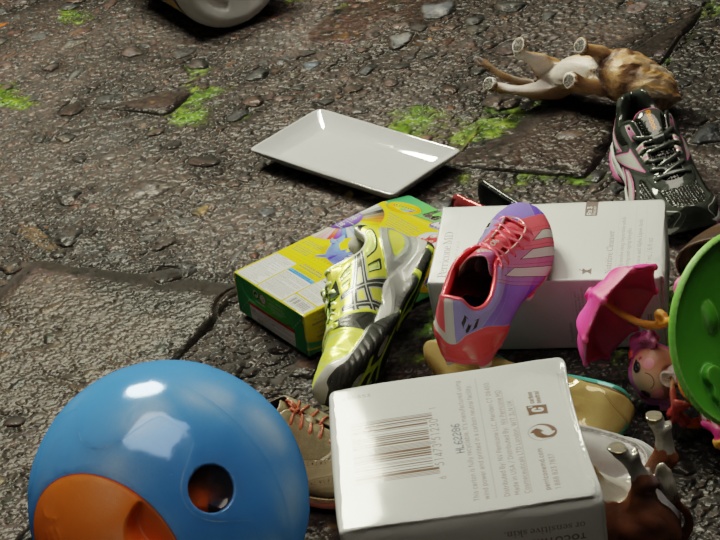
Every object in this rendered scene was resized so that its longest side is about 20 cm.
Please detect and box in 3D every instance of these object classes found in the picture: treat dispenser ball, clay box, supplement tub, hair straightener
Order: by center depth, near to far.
[{"bbox_3d":[-0.135,0.164,1.470,0.200,0.201,0.201,-6,30,4],"label":"treat dispenser ball"},{"bbox_3d":[0.000,0.000,1.868,0.200,0.048,0.115,-25,34,-28],"label":"clay box"},{"bbox_3d":[0.178,-0.042,1.899,0.077,0.041,0.200,-31,37,-33],"label":"hair straightener"},{"bbox_3d":[-0.199,-0.384,2.479,0.145,0.146,0.200,-23,33,-24],"label":"supplement tub"}]

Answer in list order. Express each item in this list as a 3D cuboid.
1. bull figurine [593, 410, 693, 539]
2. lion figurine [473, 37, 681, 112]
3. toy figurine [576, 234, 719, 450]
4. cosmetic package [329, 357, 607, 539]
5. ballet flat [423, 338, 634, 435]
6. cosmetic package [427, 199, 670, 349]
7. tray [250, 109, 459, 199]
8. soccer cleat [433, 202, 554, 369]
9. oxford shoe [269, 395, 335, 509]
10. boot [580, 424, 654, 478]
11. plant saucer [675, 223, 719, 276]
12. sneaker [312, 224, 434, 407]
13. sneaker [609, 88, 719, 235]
[{"bbox_3d":[0.140,0.166,1.489,0.199,0.122,0.065,-3,31,-1],"label":"bull figurine"},{"bbox_3d":[0.223,-0.199,2.123,0.122,0.073,0.200,11,3,-44],"label":"lion figurine"},{"bbox_3d":[0.251,0.063,1.611,0.150,0.201,0.184,-30,16,-27],"label":"toy figurine"},{"bbox_3d":[0.075,0.192,1.368,0.166,0.201,0.168,-9,30,1],"label":"cosmetic package"},{"bbox_3d":[0.122,0.102,1.651,0.200,0.069,0.063,13,65,37],"label":"ballet flat"},{"bbox_3d":[0.164,0.004,1.776,0.199,0.081,0.113,-2,39,10],"label":"cosmetic package"},{"bbox_3d":[-0.006,-0.114,2.090,0.200,0.022,0.107,20,41,39],"label":"tray"},{"bbox_3d":[0.109,-0.003,1.671,0.066,0.077,0.200,8,41,22],"label":"soccer cleat"},{"bbox_3d":[-0.040,0.138,1.615,0.199,0.075,0.071,-2,28,10],"label":"oxford shoe"},{"bbox_3d":[0.127,0.131,1.536,0.199,0.096,0.074,1,56,4],"label":"boot"},{"bbox_3d":[0.351,0.002,1.643,0.200,0.200,0.032,8,71,27],"label":"plant saucer"},{"bbox_3d":[-0.005,0.039,1.746,0.076,0.076,0.200,23,44,7],"label":"sneaker"},{"bbox_3d":[0.273,-0.105,1.937,0.080,0.087,0.200,-16,31,-9],"label":"sneaker"}]
